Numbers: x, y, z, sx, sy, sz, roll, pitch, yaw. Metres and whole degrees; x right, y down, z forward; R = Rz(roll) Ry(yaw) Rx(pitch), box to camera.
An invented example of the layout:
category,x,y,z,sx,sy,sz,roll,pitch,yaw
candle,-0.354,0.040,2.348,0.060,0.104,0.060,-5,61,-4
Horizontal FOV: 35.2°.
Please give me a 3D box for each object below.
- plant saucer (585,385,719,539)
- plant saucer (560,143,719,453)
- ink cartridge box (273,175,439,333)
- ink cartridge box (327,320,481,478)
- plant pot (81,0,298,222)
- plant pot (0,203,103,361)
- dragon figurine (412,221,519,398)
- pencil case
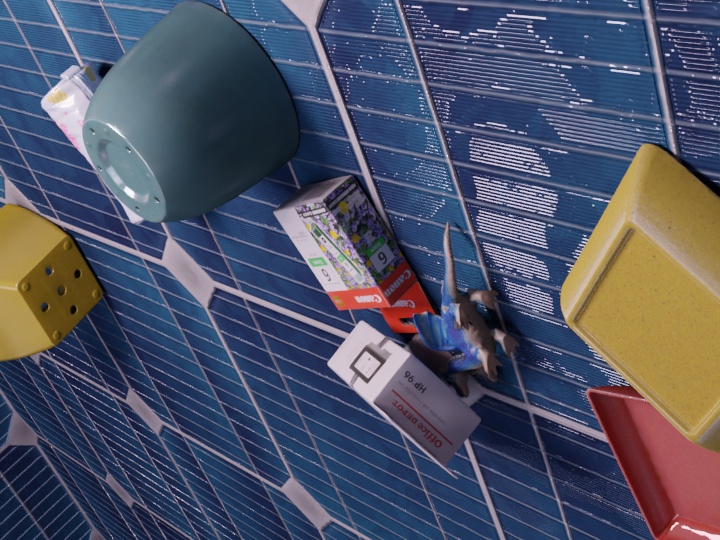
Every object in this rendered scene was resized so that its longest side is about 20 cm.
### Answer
category,x,y,z,sx,sy,sz,roll,pitch,yaw
plant saucer,0.317,0.183,1.004,0.198,0.037,0.202,6,132,52
plant saucer,0.243,0.037,0.866,0.200,0.048,0.201,45,147,20
ink cartridge box,0.000,0.000,1.207,0.108,0.050,0.202,-6,121,57
ink cartridge box,0.050,0.133,1.201,0.116,0.068,0.200,42,176,-21
plant pot,-0.188,-0.146,1.170,0.199,0.161,0.202,35,151,23
plant pot,-0.559,0.027,1.916,0.174,0.201,0.202,5,133,38
dragon figurine,0.093,0.050,1.128,0.099,0.059,0.202,3,131,53
pencil case,-0.301,-0.154,1.390,0.201,0.083,0.091,52,168,-7
